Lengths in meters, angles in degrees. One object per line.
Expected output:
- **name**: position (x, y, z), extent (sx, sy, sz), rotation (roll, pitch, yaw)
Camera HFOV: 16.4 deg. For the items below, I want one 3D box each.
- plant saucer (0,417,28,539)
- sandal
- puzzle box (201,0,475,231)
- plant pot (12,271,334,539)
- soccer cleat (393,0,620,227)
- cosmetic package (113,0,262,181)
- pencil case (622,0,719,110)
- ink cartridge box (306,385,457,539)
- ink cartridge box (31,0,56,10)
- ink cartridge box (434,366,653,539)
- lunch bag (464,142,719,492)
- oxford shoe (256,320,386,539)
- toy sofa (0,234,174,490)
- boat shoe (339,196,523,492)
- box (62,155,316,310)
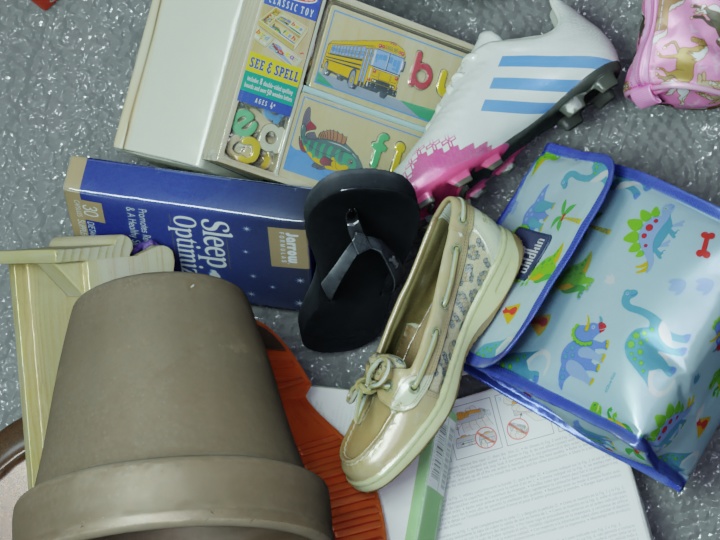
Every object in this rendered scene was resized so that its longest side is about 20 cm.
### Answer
- **plant saucer**: position (-0.195, 0.192, 1.728), extent (0.199, 0.034, 0.202), rotation (0, 86, 4)
- **sandal**: position (0.001, 0.000, 1.645), extent (0.076, 0.201, 0.043), rotation (-7, 56, -8)
- **puzzle box**: position (0.000, -0.110, 1.679), extent (0.199, 0.025, 0.134), rotation (16, 87, -30)
- **plant pot**: position (-0.122, 0.101, 1.562), extent (0.199, 0.200, 0.176), rotation (-8, 69, 5)
- **soccer cleat**: position (0.081, -0.107, 1.681), extent (0.199, 0.070, 0.087), rotation (-34, 77, -11)
- **cosmetic package**: position (-0.092, -0.164, 1.701), extent (0.073, 0.103, 0.201), rotation (13, 86, 23)
- **pencil case**: position (0.226, -0.206, 1.691), extent (0.086, 0.083, 0.201), rotation (4, 87, 5)
- **ink cartridge box**: position (-0.045, 0.151, 1.694), extent (0.199, 0.048, 0.146), rotation (5, 75, 20)
- **ink cartridge box**: position (-0.218, -0.226, 1.720), extent (0.200, 0.109, 0.050), rotation (-41, 83, 2)
- **ink cartridge box**: position (0.108, 0.151, 1.705), extent (0.160, 0.050, 0.201), rotation (-16, 66, 4)
- **lunch bag**: position (0.160, 0.021, 1.659), extent (0.199, 0.127, 0.171), rotation (28, 82, 33)
- **oxford shoe**: position (-0.048, 0.133, 1.652), extent (0.073, 0.071, 0.201), rotation (-41, 66, 30)
- **toy sofa**: position (-0.180, 0.077, 1.667), extent (0.083, 0.097, 0.201), rotation (-1, 94, 49)
- **boat shoe**: position (0.033, 0.048, 1.630), extent (0.063, 0.073, 0.201), rotation (36, 73, -27)
- **box**: position (-0.096, -0.022, 1.690), extent (0.199, 0.121, 0.033), rotation (7, 60, 5)
